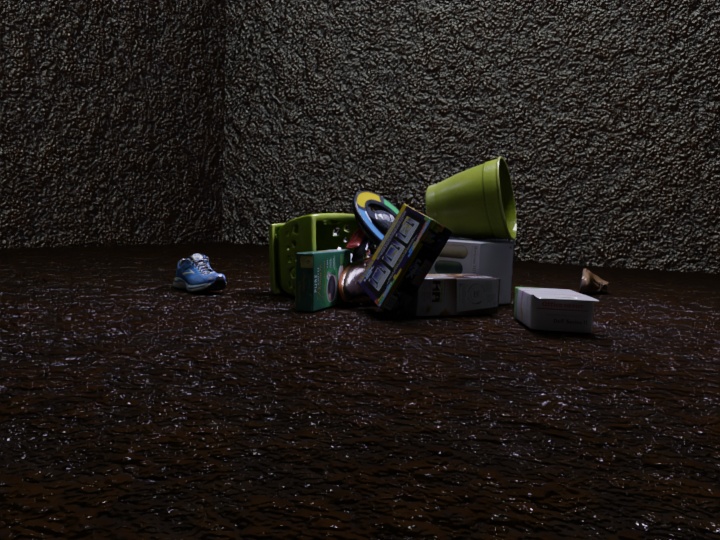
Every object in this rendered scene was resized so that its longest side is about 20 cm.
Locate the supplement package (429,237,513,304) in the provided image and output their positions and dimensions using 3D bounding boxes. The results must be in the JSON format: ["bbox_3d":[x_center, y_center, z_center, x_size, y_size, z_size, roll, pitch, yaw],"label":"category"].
[{"bbox_3d":[0.245,-0.001,1.568,0.199,0.153,0.150,7,7,43],"label":"supplement package"}]

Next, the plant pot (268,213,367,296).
[{"bbox_3d":[-0.111,-0.032,1.565,0.181,0.200,0.200,-2,2,40],"label":"plant pot"}]

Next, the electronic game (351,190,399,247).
[{"bbox_3d":[0.060,-0.108,1.510,0.042,0.200,0.200,-44,-22,28],"label":"electronic game"}]

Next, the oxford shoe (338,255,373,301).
[{"bbox_3d":[0.020,0.008,1.437,0.072,0.071,0.200,-13,17,36],"label":"oxford shoe"}]

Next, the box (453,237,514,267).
[{"bbox_3d":[0.332,-0.035,1.739,0.163,0.201,0.086,-2,7,-40],"label":"box"}]

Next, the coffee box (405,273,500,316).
[{"bbox_3d":[0.181,0.049,1.364,0.199,0.080,0.114,0,5,-23],"label":"coffee box"}]

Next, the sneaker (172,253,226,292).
[{"bbox_3d":[-0.396,0.005,1.565,0.078,0.090,0.199,-4,8,-45],"label":"sneaker"}]

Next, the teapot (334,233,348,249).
[{"bbox_3d":[-0.081,-0.037,1.910,0.199,0.147,0.197,4,5,5],"label":"teapot"}]

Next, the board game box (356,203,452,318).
[{"bbox_3d":[0.084,-0.023,1.306,0.057,0.201,0.165,29,7,-21],"label":"board game box"}]

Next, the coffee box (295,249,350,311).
[{"bbox_3d":[-0.077,0.017,1.382,0.044,0.124,0.200,3,6,21],"label":"coffee box"}]

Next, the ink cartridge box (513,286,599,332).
[{"bbox_3d":[0.368,0.075,1.226,0.116,0.068,0.200,3,4,3],"label":"ink cartridge box"}]

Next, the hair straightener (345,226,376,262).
[{"bbox_3d":[0.011,-0.073,1.514,0.041,0.077,0.200,-12,27,17],"label":"hair straightener"}]

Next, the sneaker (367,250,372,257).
[{"bbox_3d":[0.000,0.000,1.681,0.071,0.113,0.200,-1,6,-39],"label":"sneaker"}]

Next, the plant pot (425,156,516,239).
[{"bbox_3d":[0.267,-0.161,1.582,0.192,0.202,0.200,-8,0,23],"label":"plant pot"}]

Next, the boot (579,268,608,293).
[{"bbox_3d":[0.688,0.037,1.898,0.075,0.074,0.200,16,8,26],"label":"boot"}]
